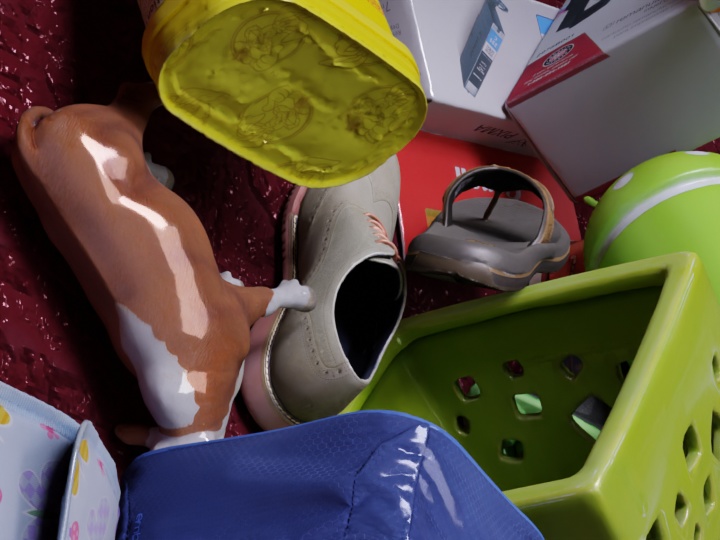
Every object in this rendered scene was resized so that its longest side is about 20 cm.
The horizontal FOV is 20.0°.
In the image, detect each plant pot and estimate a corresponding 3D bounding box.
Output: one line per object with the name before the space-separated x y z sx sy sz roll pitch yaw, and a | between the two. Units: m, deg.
plant pot | 0.094 0.132 1.024 0.182 0.200 0.199 61 36 -23

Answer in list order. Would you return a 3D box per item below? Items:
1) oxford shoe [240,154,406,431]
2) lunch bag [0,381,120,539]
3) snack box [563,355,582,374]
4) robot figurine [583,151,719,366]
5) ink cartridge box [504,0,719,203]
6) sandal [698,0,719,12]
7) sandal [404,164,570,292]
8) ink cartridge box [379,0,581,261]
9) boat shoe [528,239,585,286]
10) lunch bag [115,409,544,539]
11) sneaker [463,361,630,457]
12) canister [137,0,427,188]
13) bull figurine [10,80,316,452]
oxford shoe | 0.000 0.000 1.063 0.071 0.074 0.200 42 43 -31
lunch bag | -0.164 0.125 0.744 0.200 0.127 0.170 34 52 -42
snack box | 0.176 0.147 1.249 0.116 0.037 0.200 22 56 -45
robot figurine | 0.197 0.017 1.139 0.116 0.175 0.200 80 -10 -50
ink cartridge box | 0.191 -0.148 1.253 0.083 0.146 0.200 51 37 -16
sandal | 0.232 -0.190 1.150 0.059 0.079 0.207 62 28 5
sandal | 0.067 -0.028 1.091 0.200 0.082 0.055 -23 121 -74
ink cartridge box | 0.085 -0.086 1.245 0.200 0.045 0.177 7 67 -51
boat shoe | 0.184 0.000 1.301 0.200 0.062 0.071 -8 99 -53
lunch bag | -0.018 0.155 0.856 0.136 0.200 0.132 47 44 -36
sneaker | 0.146 0.091 1.181 0.200 0.077 0.084 14 45 -21
canister | -0.057 -0.155 1.012 0.148 0.087 0.200 28 32 -45
bull figurine | -0.089 0.005 0.954 0.200 0.065 0.121 64 33 -8
